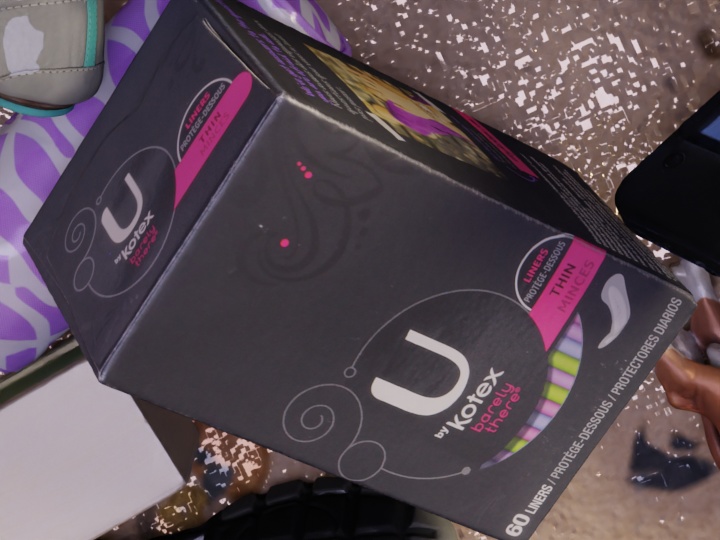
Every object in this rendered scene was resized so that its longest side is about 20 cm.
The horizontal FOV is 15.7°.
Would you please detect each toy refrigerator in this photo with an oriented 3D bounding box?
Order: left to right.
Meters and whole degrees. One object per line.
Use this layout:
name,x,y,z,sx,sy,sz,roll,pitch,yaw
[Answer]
toy refrigerator,-0.168,0.095,1.030,0.200,0.076,0.070,-30,100,7

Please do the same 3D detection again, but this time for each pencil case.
pencil case,-0.097,-0.048,1.000,0.200,0.084,0.086,-41,61,7

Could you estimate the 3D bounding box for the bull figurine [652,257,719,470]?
bull figurine,0.200,0.001,1.013,0.121,0.065,0.200,43,98,-5

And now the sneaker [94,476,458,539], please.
sneaker,-0.053,0.139,1.049,0.200,0.075,0.079,-13,113,11

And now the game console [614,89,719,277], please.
game console,0.184,-0.093,0.900,0.200,0.171,0.118,-41,125,-13

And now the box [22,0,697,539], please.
box,0.000,0.000,0.949,0.200,0.106,0.122,24,107,-33

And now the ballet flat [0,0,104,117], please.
ballet flat,-0.178,-0.113,0.967,0.200,0.067,0.064,19,112,22
